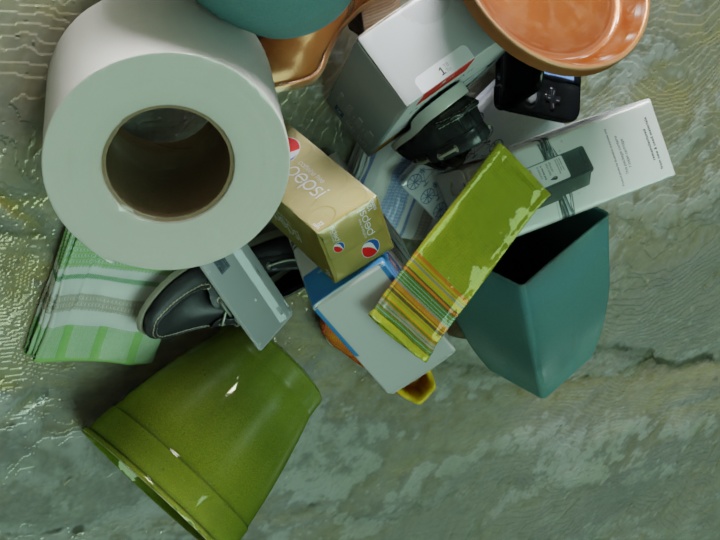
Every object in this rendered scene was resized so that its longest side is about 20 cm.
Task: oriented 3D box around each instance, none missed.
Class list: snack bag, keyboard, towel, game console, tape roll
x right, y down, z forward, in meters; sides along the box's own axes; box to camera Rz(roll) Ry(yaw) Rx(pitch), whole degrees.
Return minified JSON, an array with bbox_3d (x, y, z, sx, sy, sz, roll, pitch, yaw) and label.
[{"bbox_3d":[0.150,-0.115,1.443,0.189,0.021,0.200,-45,140,0],"label":"snack bag"},{"bbox_3d":[-0.133,-0.014,1.267,0.056,0.011,0.200,-46,118,-26],"label":"keyboard"},{"bbox_3d":[0.063,-0.098,1.420,0.199,0.024,0.147,5,117,-40],"label":"towel"},{"bbox_3d":[0.093,-0.015,1.198,0.200,0.018,0.086,-53,129,-3],"label":"towel"},{"bbox_3d":[-0.229,0.006,1.265,0.149,0.031,0.201,6,116,-39],"label":"towel"},{"bbox_3d":[0.195,-0.258,1.279,0.175,0.116,0.201,5,86,-41],"label":"game console"},{"bbox_3d":[-0.165,-0.121,1.099,0.202,0.139,0.203,-5,125,-8],"label":"tape roll"}]

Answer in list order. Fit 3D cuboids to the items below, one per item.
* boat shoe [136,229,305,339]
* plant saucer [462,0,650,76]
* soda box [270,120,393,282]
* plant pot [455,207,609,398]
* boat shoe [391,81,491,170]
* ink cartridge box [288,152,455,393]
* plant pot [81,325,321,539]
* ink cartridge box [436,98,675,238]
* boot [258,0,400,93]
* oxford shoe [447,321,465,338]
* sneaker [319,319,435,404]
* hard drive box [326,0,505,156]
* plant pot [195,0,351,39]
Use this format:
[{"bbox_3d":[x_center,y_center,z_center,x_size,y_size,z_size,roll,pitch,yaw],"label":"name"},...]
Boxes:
[{"bbox_3d":[-0.130,0.021,1.309,0.200,0.063,0.073,-28,145,-30],"label":"boat shoe"},{"bbox_3d":[0.163,-0.260,1.138,0.200,0.201,0.032,-15,168,-29],"label":"plant saucer"},{"bbox_3d":[-0.054,-0.072,1.218,0.068,0.200,0.064,-32,131,-14],"label":"soda box"},{"bbox_3d":[0.186,0.029,1.435,0.141,0.141,0.200,-38,133,-25],"label":"plant pot"},{"bbox_3d":[0.079,-0.126,1.270,0.076,0.060,0.200,-36,179,-4],"label":"boat shoe"},{"bbox_3d":[0.000,0.000,1.290,0.086,0.200,0.147,-32,128,10],"label":"ink cartridge box"},{"bbox_3d":[-0.148,0.160,1.343,0.193,0.200,0.201,-48,138,-16],"label":"plant pot"},{"bbox_3d":[0.191,-0.096,1.309,0.199,0.147,0.083,-20,94,-5],"label":"ink cartridge box"},{"bbox_3d":[-0.053,-0.257,1.178,0.199,0.077,0.156,-26,130,-14],"label":"boot"},{"bbox_3d":[0.171,0.010,1.564,0.200,0.075,0.071,-37,99,-27],"label":"oxford shoe"},{"bbox_3d":[0.027,0.089,1.489,0.073,0.077,0.200,-49,135,5],"label":"sneaker"},{"bbox_3d":[0.061,-0.200,1.223,0.156,0.077,0.200,-36,179,-11],"label":"hard drive box"},{"bbox_3d":[-0.068,-0.271,1.064,0.200,0.200,0.135,-35,136,-12],"label":"plant pot"}]
